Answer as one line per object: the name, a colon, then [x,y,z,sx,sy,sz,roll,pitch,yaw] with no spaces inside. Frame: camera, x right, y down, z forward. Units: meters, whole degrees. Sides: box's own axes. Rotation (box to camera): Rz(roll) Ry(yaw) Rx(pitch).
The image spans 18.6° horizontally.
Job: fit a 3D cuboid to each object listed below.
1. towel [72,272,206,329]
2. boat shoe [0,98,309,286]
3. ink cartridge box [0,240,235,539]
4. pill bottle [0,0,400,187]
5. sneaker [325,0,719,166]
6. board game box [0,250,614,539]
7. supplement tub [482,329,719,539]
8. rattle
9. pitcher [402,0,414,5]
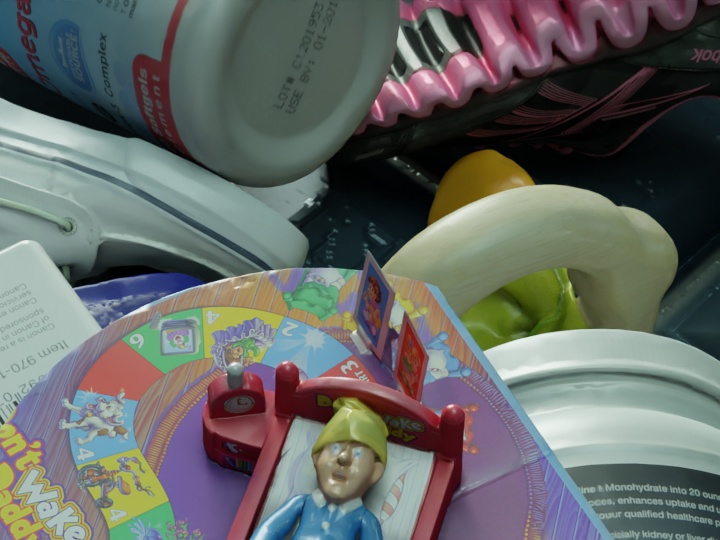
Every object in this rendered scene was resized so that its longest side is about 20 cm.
towel: [-0.110,0.095,0.736,0.147,0.050,0.200,-8,51,-5]
boat shoe: [-0.120,-0.021,0.831,0.200,0.074,0.067,21,77,10]
ink cartridge box: [-0.106,0.108,0.639,0.145,0.083,0.200,-27,57,-20]
pill bottle: [-0.089,-0.115,0.862,0.109,0.109,0.200,-34,44,-31]
sneaker: [0.073,-0.073,0.887,0.199,0.096,0.079,-18,41,10]
board game box: [-0.014,0.069,0.590,0.158,0.039,0.200,-23,56,-18]
supplement tub: [0.075,0.132,0.661,0.140,0.141,0.200,2,49,-6]
rattle: [0.000,0.000,0.766,0.199,0.130,0.143,-8,59,-28]
pitcher: [0.070,-0.186,0.902,0.171,0.200,0.121,16,48,6]
